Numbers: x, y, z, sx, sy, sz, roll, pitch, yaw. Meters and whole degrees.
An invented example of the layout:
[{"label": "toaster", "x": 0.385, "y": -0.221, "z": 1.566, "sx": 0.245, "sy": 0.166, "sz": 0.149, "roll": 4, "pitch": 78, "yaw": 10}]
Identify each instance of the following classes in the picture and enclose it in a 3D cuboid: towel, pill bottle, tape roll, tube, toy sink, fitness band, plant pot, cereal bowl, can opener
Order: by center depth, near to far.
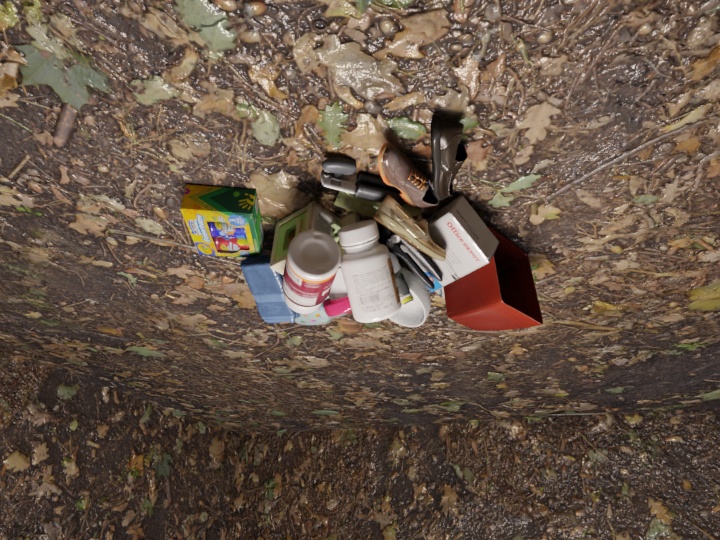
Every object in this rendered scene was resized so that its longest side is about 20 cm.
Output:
[{"label": "can opener", "x": 0.011, "y": -0.188, "z": 1.102, "sx": 0.195, "sy": 0.054, "sz": 0.067, "roll": 11, "pitch": 150, "yaw": -15}, {"label": "pill bottle", "x": 0.016, "y": -0.001, "z": 1.140, "sx": 0.112, "sy": 0.205, "sz": 0.115, "roll": -14, "pitch": -167, "yaw": 3}, {"label": "pill bottle", "x": -0.113, "y": 0.011, "z": 1.142, "sx": 0.111, "sy": 0.117, "sz": 0.201, "roll": 9, "pitch": 151, "yaw": -9}, {"label": "tube", "x": 0.040, "y": -0.144, "z": 1.189, "sx": 0.195, "sy": 0.052, "sz": 0.059, "roll": 13, "pitch": 115, "yaw": -10}, {"label": "can opener", "x": 0.116, "y": -0.039, "z": 1.202, "sx": 0.199, "sy": 0.079, "sz": 0.064, "roll": 41, "pitch": 109, "yaw": -7}, {"label": "toy sink", "x": -0.113, "y": -0.074, "z": 1.242, "sx": 0.197, "sy": 0.133, "sz": 0.111, "roll": -20, "pitch": 143, "yaw": 38}, {"label": "tape roll", "x": 0.000, "y": 0.000, "z": 1.304, "sx": 0.199, "sy": 0.072, "sz": 0.202, "roll": -25, "pitch": -175, "yaw": 2}, {"label": "plant pot", "x": 0.314, "y": 0.046, "z": 1.305, "sx": 0.175, "sy": 0.204, "sz": 0.198, "roll": -28, "pitch": 142, "yaw": 36}, {"label": "fitness band", "x": -0.026, "y": 0.069, "z": 1.307, "sx": 0.141, "sy": 0.038, "sz": 0.200, "roll": -23, "pitch": -176, "yaw": -5}, {"label": "towel", "x": -0.233, "y": 0.050, "z": 1.350, "sx": 0.109, "sy": 0.049, "sz": 0.203, "roll": -3, "pitch": 127, "yaw": 17}, {"label": "cereal bowl", "x": 0.115, "y": 0.059, "z": 1.466, "sx": 0.197, "sy": 0.084, "sz": 0.202, "roll": 28, "pitch": 147, "yaw": 19}]

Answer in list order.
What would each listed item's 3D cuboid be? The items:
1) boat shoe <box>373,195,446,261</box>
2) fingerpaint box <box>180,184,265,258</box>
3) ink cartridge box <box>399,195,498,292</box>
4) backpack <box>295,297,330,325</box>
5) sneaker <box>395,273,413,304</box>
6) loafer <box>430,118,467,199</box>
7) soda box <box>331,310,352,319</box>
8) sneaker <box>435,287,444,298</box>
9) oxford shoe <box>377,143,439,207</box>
[{"label": "boat shoe", "x": 0.120, "y": -0.087, "z": 1.126, "sx": 0.198, "sy": 0.065, "sz": 0.071, "roll": 32, "pitch": -178, "yaw": -26}, {"label": "fingerpaint box", "x": -0.325, "y": -0.111, "z": 1.257, "sx": 0.162, "sy": 0.075, "sz": 0.201, "roll": 4, "pitch": 151, "yaw": -2}, {"label": "ink cartridge box", "x": 0.200, "y": -0.058, "z": 1.221, "sx": 0.146, "sy": 0.085, "sz": 0.199, "roll": 48, "pitch": 138, "yaw": -9}, {"label": "backpack", "x": -0.127, "y": 0.061, "z": 1.469, "sx": 0.195, "sy": 0.156, "sz": 0.177, "roll": -9, "pitch": 144, "yaw": 16}, {"label": "sneaker", "x": 0.071, "y": 0.046, "z": 1.369, "sx": 0.073, "sy": 0.087, "sz": 0.199, "roll": -16, "pitch": -174, "yaw": -31}, {"label": "loafer", "x": 0.175, "y": -0.210, "z": 1.019, "sx": 0.070, "sy": 0.075, "sz": 0.201, "roll": -2, "pitch": 151, "yaw": 9}, {"label": "soda box", "x": -0.090, "y": 0.107, "z": 1.633, "sx": 0.197, "sy": 0.065, "sz": 0.070, "roll": -19, "pitch": 145, "yaw": 34}, {"label": "sneaker", "x": 0.198, "y": 0.005, "z": 1.425, "sx": 0.084, "sy": 0.079, "sz": 0.201, "roll": 4, "pitch": 146, "yaw": 26}, {"label": "oxford shoe", "x": 0.101, "y": -0.190, "z": 1.049, "sx": 0.072, "sy": 0.073, "sz": 0.199, "roll": 17, "pitch": 170, "yaw": 36}]
